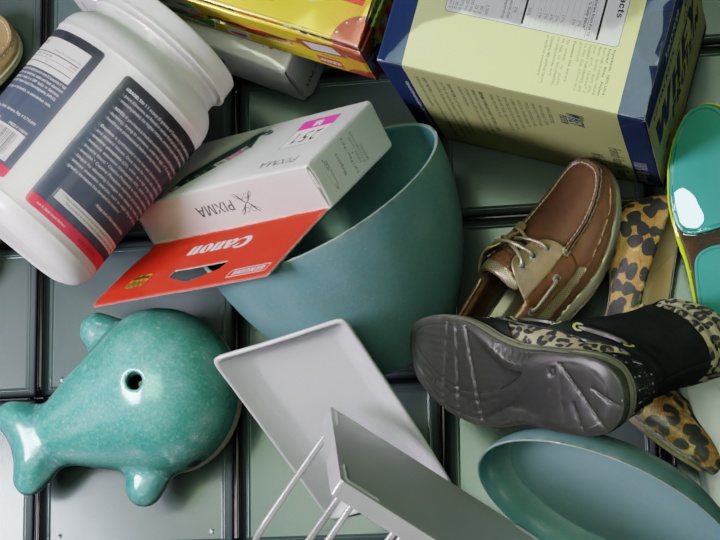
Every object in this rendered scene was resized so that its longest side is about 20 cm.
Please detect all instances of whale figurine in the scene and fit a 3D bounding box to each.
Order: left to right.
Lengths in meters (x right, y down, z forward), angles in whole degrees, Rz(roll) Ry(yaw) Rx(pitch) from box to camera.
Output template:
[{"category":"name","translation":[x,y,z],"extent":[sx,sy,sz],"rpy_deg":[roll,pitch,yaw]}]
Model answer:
[{"category":"whale figurine","translation":[-0.192,0.105,1.575],"extent":[0.198,0.104,0.160],"rpy_deg":[-19,76,7]}]

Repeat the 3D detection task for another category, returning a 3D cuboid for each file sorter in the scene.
[{"category":"file sorter","translation":[0.030,0.219,1.445],"extent":[0.199,0.139,0.125],"rpy_deg":[33,101,-13]}]

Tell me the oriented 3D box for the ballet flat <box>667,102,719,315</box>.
[{"category":"ballet flat","translation":[0.270,-0.021,1.514],"extent":[0.066,0.067,0.202],"rpy_deg":[-12,75,27]}]

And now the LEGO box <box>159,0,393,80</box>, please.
[{"category":"LEGO box","translation":[-0.059,-0.250,1.546],"extent":[0.198,0.077,0.150],"rpy_deg":[19,84,13]}]

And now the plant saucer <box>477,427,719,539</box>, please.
[{"category":"plant saucer","translation":[0.179,0.166,1.444],"extent":[0.199,0.201,0.028],"rpy_deg":[20,64,15]}]

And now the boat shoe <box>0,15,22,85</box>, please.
[{"category":"boat shoe","translation":[-0.367,-0.160,1.659],"extent":[0.199,0.067,0.074],"rpy_deg":[-30,67,-18]}]

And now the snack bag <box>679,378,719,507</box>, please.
[{"category":"snack bag","translation":[0.340,0.131,1.502],"extent":[0.198,0.021,0.190],"rpy_deg":[-12,77,9]}]

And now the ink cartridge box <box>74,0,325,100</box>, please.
[{"category":"ink cartridge box","translation":[-0.111,-0.244,1.640],"extent":[0.199,0.086,0.148],"rpy_deg":[21,83,16]}]

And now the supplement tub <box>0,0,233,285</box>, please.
[{"category":"supplement tub","translation":[-0.203,-0.103,1.535],"extent":[0.140,0.140,0.200],"rpy_deg":[36,79,16]}]

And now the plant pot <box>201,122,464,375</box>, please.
[{"category":"plant pot","translation":[0.000,0.000,1.529],"extent":[0.199,0.200,0.135],"rpy_deg":[-29,110,5]}]

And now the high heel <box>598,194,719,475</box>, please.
[{"category":"high heel","translation":[0.232,0.042,1.510],"extent":[0.143,0.071,0.200],"rpy_deg":[-46,62,6]}]

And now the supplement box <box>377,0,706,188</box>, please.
[{"category":"supplement box","translation":[0.140,-0.168,1.511],"extent":[0.198,0.200,0.135],"rpy_deg":[14,82,15]}]

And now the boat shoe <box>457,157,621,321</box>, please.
[{"category":"boat shoe","translation":[0.126,0.004,1.514],"extent":[0.076,0.072,0.201],"rpy_deg":[23,85,49]}]

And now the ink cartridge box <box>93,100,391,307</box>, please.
[{"category":"ink cartridge box","translation":[-0.098,-0.049,1.522],"extent":[0.199,0.174,0.044],"rpy_deg":[-10,117,43]}]

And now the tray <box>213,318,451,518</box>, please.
[{"category":"tray","translation":[-0.017,0.107,1.502],"extent":[0.107,0.201,0.022],"rpy_deg":[-18,41,17]}]

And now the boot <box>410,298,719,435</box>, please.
[{"category":"boot","translation":[0.150,0.060,1.443],"extent":[0.203,0.153,0.074],"rpy_deg":[11,110,45]}]
